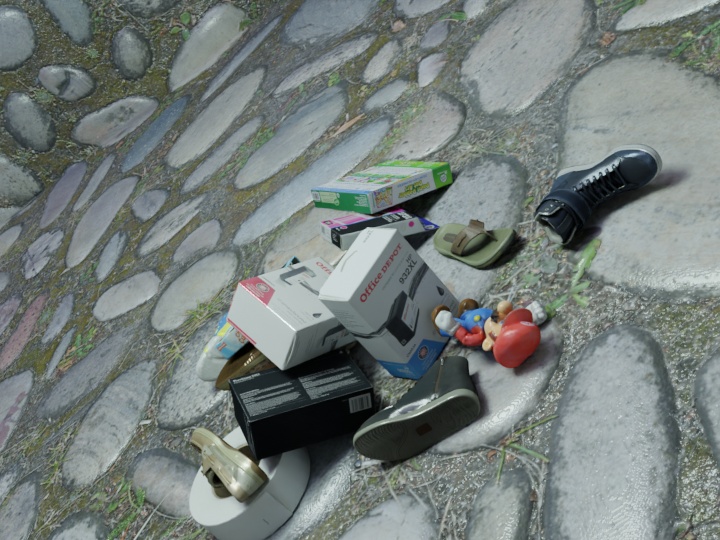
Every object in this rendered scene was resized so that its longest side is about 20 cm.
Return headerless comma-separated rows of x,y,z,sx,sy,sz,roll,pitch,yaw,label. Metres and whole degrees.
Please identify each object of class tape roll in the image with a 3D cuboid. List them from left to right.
-0.176,0.338,1.694,0.202,0.071,0.203,-30,31,21,tape roll

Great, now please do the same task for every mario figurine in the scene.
0.191,0.068,1.565,0.124,0.106,0.200,-49,28,-15,mario figurine

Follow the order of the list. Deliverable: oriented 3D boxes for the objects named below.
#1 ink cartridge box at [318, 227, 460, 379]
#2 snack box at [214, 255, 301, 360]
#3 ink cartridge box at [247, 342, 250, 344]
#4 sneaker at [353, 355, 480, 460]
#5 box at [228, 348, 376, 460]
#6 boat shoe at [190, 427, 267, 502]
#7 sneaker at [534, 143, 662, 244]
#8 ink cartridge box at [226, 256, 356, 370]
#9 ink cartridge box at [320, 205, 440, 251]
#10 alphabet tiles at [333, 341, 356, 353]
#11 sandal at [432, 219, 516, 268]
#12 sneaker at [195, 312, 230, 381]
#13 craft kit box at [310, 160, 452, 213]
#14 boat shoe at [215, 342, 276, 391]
0.052,0.052,1.656,0.084,0.200,0.145,4,53,53,ink cartridge box
-0.174,0.064,1.872,0.116,0.037,0.200,-41,10,36,snack box
-0.139,0.072,1.958,0.200,0.050,0.161,-48,8,-8,ink cartridge box
0.082,0.204,1.564,0.199,0.075,0.106,-24,28,14,sneaker
-0.092,0.207,1.665,0.199,0.079,0.141,-14,28,-15,box
-0.220,0.303,1.652,0.065,0.072,0.200,-50,35,-15,boat shoe
0.354,-0.111,1.612,0.202,0.077,0.146,-20,24,51,sneaker
-0.094,0.066,1.735,0.145,0.200,0.085,38,123,27,ink cartridge box
0.036,-0.081,1.916,0.199,0.037,0.095,-12,21,-22,ink cartridge box
-0.088,0.158,1.878,0.195,0.015,0.201,-6,46,46,alphabet tiles
0.180,-0.053,1.783,0.080,0.057,0.201,-53,31,-18,sandal
-0.254,0.137,2.067,0.200,0.076,0.105,-47,16,-22,sneaker
0.039,-0.162,2.024,0.197,0.049,0.200,-26,20,-28,craft kit box
-0.170,0.157,1.823,0.200,0.063,0.073,-35,28,28,boat shoe
